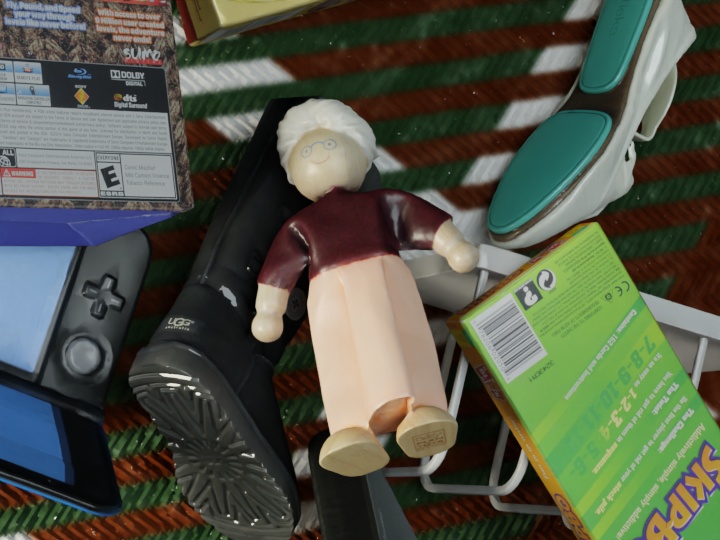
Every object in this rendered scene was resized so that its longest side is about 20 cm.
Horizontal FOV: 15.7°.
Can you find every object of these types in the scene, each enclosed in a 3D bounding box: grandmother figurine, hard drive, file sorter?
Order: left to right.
[{"bbox_3d":[0.000,0.000,1.342,0.121,0.061,0.200,-13,64,-6],"label":"grandmother figurine"},{"bbox_3d":[0.030,0.193,1.378,0.033,0.140,0.200,-25,116,6],"label":"hard drive"},{"bbox_3d":[0.112,0.076,1.457,0.200,0.139,0.125,16,79,-22],"label":"file sorter"}]

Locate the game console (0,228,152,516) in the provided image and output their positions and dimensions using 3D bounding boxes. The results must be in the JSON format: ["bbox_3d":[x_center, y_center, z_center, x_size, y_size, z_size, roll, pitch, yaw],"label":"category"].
[{"bbox_3d":[-0.201,0.018,1.333,0.200,0.118,0.171,23,75,-21],"label":"game console"}]

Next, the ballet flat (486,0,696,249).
[{"bbox_3d":[0.145,-0.083,1.537,0.069,0.069,0.200,35,70,-16],"label":"ballet flat"}]

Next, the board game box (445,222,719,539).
[{"bbox_3d":[0.135,0.084,1.379,0.095,0.030,0.200,-35,99,-18],"label":"board game box"}]

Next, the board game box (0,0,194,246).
[{"bbox_3d":[-0.185,-0.118,1.321,0.159,0.097,0.200,1,78,-39],"label":"board game box"}]

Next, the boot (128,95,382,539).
[{"bbox_3d":[-0.043,0.027,1.430,0.165,0.066,0.200,69,34,-45],"label":"boot"}]

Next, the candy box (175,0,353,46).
[{"bbox_3d":[-0.019,-0.210,1.479,0.200,0.056,0.117,-18,91,-24],"label":"candy box"}]
